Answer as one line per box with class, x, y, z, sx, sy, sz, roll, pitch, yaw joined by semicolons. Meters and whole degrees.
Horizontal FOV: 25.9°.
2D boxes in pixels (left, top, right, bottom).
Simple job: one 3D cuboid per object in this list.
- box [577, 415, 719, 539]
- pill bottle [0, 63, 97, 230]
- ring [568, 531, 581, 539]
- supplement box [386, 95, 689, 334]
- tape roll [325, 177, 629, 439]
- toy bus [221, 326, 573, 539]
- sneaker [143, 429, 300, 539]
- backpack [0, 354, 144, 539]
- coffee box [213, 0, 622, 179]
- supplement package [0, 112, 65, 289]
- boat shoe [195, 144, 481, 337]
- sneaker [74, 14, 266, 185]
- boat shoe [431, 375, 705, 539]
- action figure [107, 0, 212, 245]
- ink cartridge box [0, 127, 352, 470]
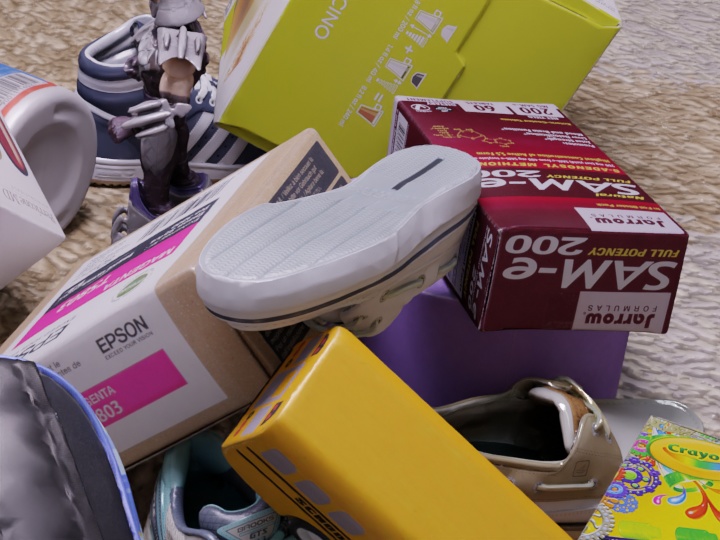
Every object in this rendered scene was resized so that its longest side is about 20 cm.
box;0.114;0.199;0.559;0.121;0.202;0.193;18;33;21
pill bottle;-0.284;-0.096;1.044;0.198;0.113;0.112;22;35;24
ring;0.035;0.119;0.845;0.198;0.019;0.201;5;31;-3
supplement box;0.089;-0.035;0.870;0.107;0.062;0.200;1;25;-16
tape roll;0.062;0.016;0.926;0.197;0.086;0.200;7;23;-3
toy bus;0.033;0.117;0.693;0.200;0.078;0.065;43;63;-11
sneaker;-0.051;0.150;0.715;0.077;0.087;0.200;-14;37;-27
backpack;-0.169;0.148;0.603;0.181;0.147;0.202;-9;67;-25
coffee box;0.033;-0.175;1.082;0.198;0.201;0.199;27;27;-16
supplement package;-0.278;-0.078;0.914;0.109;0.114;0.201;-35;68;9
boat shoe;0.000;0.000;0.723;0.073;0.068;0.199;17;27;32
sneaker;-0.110;-0.124;1.119;0.197;0.110;0.070;-5;34;-18
boat shoe;0.103;0.095;0.813;0.198;0.069;0.075;-12;36;-29
action figure;-0.125;-0.096;0.985;0.068;0.202;0.131;7;31;3
ink cartridge box;-0.103;0.028;0.811;0.199;0.075;0.165;-28;15;30
